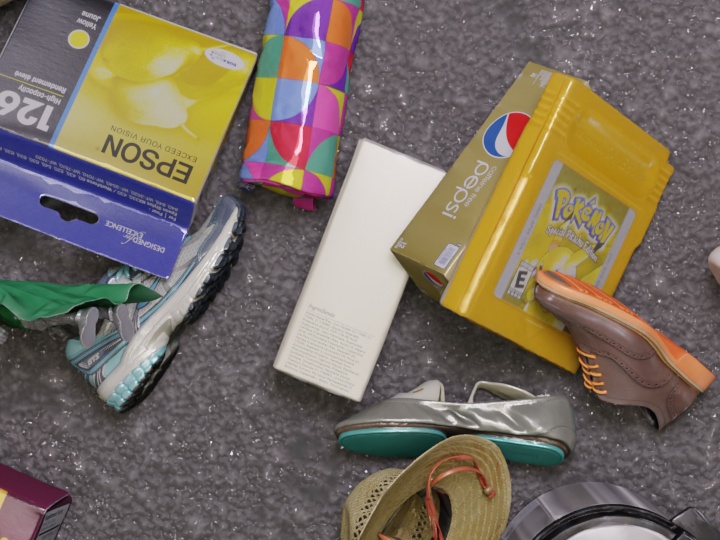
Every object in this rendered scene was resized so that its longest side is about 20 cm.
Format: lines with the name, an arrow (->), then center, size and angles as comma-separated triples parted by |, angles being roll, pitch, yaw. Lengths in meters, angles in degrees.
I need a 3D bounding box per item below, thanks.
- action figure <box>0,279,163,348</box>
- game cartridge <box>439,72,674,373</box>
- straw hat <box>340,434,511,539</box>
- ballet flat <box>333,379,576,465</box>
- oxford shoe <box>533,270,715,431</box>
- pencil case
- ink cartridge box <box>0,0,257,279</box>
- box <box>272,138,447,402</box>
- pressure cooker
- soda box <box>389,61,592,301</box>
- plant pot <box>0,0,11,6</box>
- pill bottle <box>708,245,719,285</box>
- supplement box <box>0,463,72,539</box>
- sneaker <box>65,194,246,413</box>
action figure -> -0.268, 0.031, 1.431 | 0.199, 0.118, 0.055 | 6, 97, 41
game cartridge -> 0.163, -0.033, 1.411 | 0.032, 0.176, 0.201 | 28, 91, 42
straw hat -> 0.029, 0.211, 1.441 | 0.085, 0.201, 0.202 | 26, 90, 41
ballet flat -> 0.078, 0.121, 1.465 | 0.198, 0.068, 0.064 | 4, 62, 1
oxford shoe -> 0.200, 0.067, 1.413 | 0.199, 0.071, 0.073 | 34, 94, -31
pencil case -> -0.046, -0.153, 1.452 | 0.088, 0.088, 0.202 | 11, 90, 2
ink cartridge box -> -0.208, -0.120, 1.442 | 0.196, 0.047, 0.201 | 20, 66, 0
box -> 0.000, 0.000, 1.456 | 0.082, 0.068, 0.201 | 23, 90, 1
pressure cooker -> 0.187, 0.262, 1.381 | 0.177, 0.200, 0.178 | 4, 91, -1
soda box -> 0.115, -0.066, 1.421 | 0.064, 0.068, 0.200 | 26, 73, 41
plant pot -> -0.265, -0.313, 1.424 | 0.199, 0.187, 0.189 | -20, 89, -12
pill bottle -> 0.388, -0.029, 1.423 | 0.200, 0.114, 0.114 | -39, 89, 2
supplement box -> -0.339, 0.253, 1.446 | 0.130, 0.103, 0.201 | 23, 90, 2
sneaker -> -0.169, 0.014, 1.458 | 0.086, 0.078, 0.201 | 35, 90, 5
